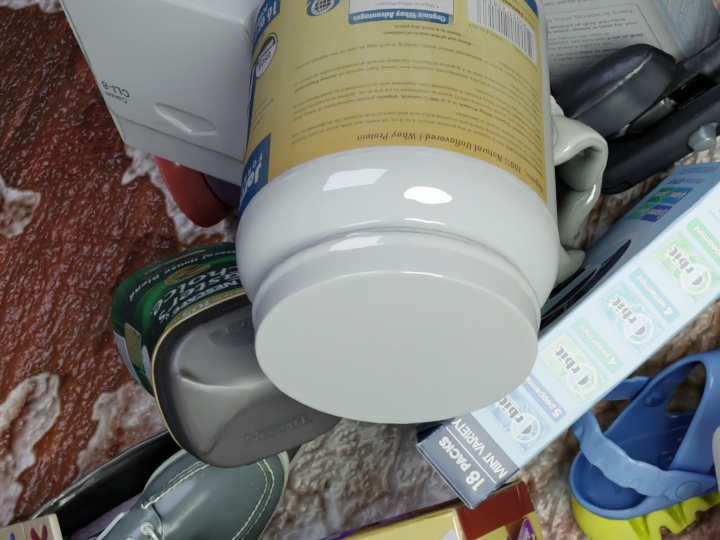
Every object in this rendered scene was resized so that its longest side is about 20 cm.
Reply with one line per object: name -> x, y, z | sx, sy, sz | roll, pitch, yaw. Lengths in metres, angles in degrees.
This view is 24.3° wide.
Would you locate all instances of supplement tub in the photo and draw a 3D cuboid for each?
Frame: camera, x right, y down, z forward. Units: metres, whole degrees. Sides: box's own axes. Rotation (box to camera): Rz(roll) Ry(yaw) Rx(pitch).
supplement tub -> 0.017, -0.046, 0.769 | 0.144, 0.145, 0.200 | -17, 51, 24

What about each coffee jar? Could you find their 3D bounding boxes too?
coffee jar -> -0.075, 0.043, 0.938 | 0.104, 0.085, 0.200 | -20, 15, -13

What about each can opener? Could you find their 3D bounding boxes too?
can opener -> 0.201, -0.106, 0.911 | 0.200, 0.079, 0.063 | -28, 66, 21

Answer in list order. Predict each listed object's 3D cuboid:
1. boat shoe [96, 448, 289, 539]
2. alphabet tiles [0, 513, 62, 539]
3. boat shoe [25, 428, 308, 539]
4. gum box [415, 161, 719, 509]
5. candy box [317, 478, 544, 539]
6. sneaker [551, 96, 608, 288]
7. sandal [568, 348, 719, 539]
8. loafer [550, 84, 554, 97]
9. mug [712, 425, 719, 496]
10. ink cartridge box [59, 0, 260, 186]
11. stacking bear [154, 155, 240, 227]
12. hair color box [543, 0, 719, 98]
boat shoe -> -0.118, 0.168, 0.941 | 0.200, 0.073, 0.062 | -41, 10, 12
alphabet tiles -> -0.162, 0.233, 0.886 | 0.166, 0.006, 0.200 | -22, 81, 51
boat shoe -> -0.116, 0.127, 0.988 | 0.200, 0.057, 0.067 | -35, 46, 9
gum box -> 0.114, 0.026, 0.842 | 0.200, 0.170, 0.045 | -42, 91, 3
candy box -> -0.015, 0.164, 0.851 | 0.200, 0.117, 0.057 | -21, 82, 20
sneaker -> 0.089, -0.067, 0.885 | 0.099, 0.078, 0.200 | -22, 58, 38
sandal -> 0.183, 0.067, 0.813 | 0.200, 0.087, 0.080 | -31, 47, 10
loafer -> 0.064, -0.023, 0.977 | 0.072, 0.073, 0.200 | 150, 140, -69
mug -> 0.216, 0.135, 0.690 | 0.149, 0.186, 0.153 | -13, 62, 35
ink cartridge box -> -0.047, -0.165, 0.949 | 0.145, 0.145, 0.200 | 19, 58, 30
stacking bear -> -0.026, -0.108, 1.058 | 0.200, 0.121, 0.114 | -18, 50, 13
hair color box -> 0.121, -0.175, 0.937 | 0.099, 0.200, 0.061 | -1, 60, 32
